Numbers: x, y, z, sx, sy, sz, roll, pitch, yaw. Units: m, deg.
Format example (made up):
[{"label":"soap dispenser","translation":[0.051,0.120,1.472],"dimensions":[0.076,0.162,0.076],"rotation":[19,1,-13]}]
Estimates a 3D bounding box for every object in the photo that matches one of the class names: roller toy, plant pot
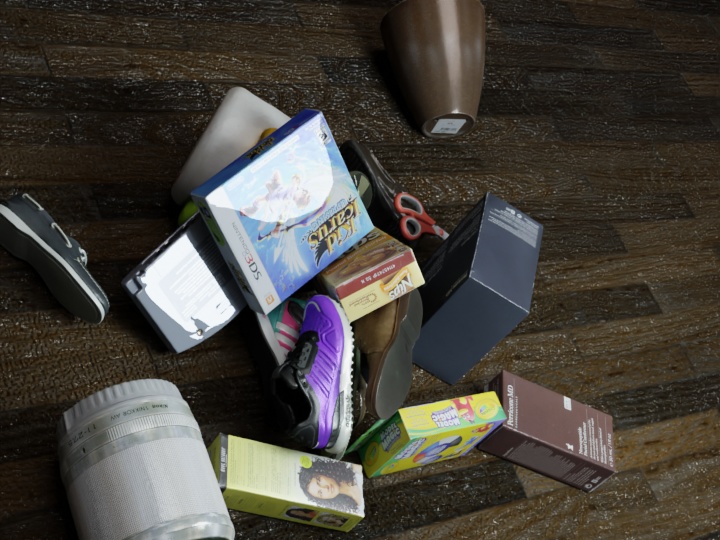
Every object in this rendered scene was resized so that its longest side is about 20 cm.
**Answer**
[{"label":"roller toy","translation":[-0.161,-0.145,1.637],"dimensions":[0.138,0.201,0.183],"rotation":[30,31,-11]},{"label":"plant pot","translation":[0.136,-0.336,2.030],"dimensions":[0.184,0.186,0.203],"rotation":[5,68,-32]}]

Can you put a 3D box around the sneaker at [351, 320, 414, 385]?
[{"label":"sneaker","translation":[0.038,0.060,1.664],"dimensions":[0.072,0.112,0.203],"rotation":[23,47,-30]}]

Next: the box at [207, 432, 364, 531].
[{"label":"box","translation":[-0.092,0.261,1.459],"dimensions":[0.197,0.050,0.076],"rotation":[15,48,-24]}]

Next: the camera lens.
[{"label":"camera lens","translation":[-0.235,0.242,1.293],"dimensions":[0.158,0.160,0.202],"rotation":[-4,58,-37]}]

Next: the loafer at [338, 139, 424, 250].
[{"label":"loafer","translation":[0.032,-0.114,1.843],"dimensions":[0.071,0.073,0.202],"rotation":[-25,82,-49]}]

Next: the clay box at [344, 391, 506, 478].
[{"label":"clay box","translation":[0.084,0.218,1.571],"dimensions":[0.198,0.115,0.048],"rotation":[-7,61,-38]}]

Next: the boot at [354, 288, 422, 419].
[{"label":"boot","translation":[0.026,0.108,1.529],"dimensions":[0.202,0.074,0.074],"rotation":[-74,150,-42]}]

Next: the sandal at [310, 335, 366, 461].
[{"label":"sandal","translation":[-0.017,0.171,1.570],"dimensions":[0.057,0.079,0.203],"rotation":[37,41,-23]}]

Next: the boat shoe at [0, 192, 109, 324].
[{"label":"boat shoe","translation":[-0.373,-0.020,1.470],"dimensions":[0.200,0.076,0.060],"rotation":[46,49,4]}]

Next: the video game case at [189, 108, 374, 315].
[{"label":"video game case","translation":[-0.095,-0.076,1.530],"dimensions":[0.199,0.045,0.183],"rotation":[-39,121,-22]}]

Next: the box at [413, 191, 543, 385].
[{"label":"box","translation":[0.158,0.028,1.716],"dimensions":[0.103,0.200,0.184],"rotation":[30,44,-11]}]

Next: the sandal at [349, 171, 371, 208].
[{"label":"sandal","translation":[-0.064,-0.079,1.739],"dimensions":[0.200,0.057,0.081],"rotation":[-34,119,-36]}]

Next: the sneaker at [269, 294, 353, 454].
[{"label":"sneaker","translation":[-0.065,0.120,1.474],"dimensions":[0.098,0.069,0.203],"rotation":[12,62,-34]}]

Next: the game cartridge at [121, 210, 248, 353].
[{"label":"game cartridge","translation":[-0.198,0.003,1.529],"dimensions":[0.200,0.040,0.134],"rotation":[-45,113,-25]}]

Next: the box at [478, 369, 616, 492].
[{"label":"box","translation":[0.269,0.232,1.722],"dimensions":[0.197,0.075,0.101],"rotation":[22,46,-17]}]

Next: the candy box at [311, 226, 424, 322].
[{"label":"candy box","translation":[0.000,0.000,1.613],"dimensions":[0.114,0.200,0.056],"rotation":[-26,107,-9]}]

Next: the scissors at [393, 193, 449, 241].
[{"label":"scissors","translation":[0.116,-0.069,1.837],"dimensions":[0.198,0.014,0.074],"rotation":[14,61,-49]}]

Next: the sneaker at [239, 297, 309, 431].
[{"label":"sneaker","translation":[-0.075,0.116,1.570],"dimensions":[0.119,0.084,0.202],"rotation":[-7,59,-27]}]
